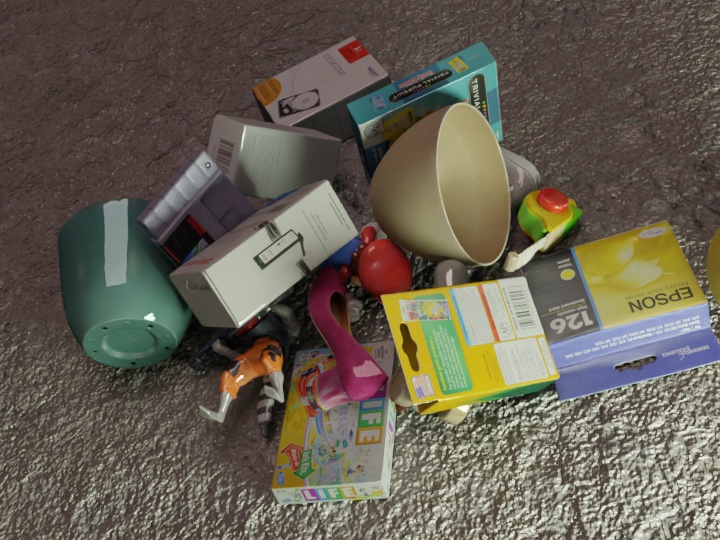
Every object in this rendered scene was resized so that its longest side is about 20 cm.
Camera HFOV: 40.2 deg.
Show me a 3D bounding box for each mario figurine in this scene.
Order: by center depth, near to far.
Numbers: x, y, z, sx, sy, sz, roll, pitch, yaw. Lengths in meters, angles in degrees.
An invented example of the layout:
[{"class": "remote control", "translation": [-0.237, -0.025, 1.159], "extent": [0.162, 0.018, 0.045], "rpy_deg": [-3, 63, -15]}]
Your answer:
[{"class": "mario figurine", "translation": [0.000, 0.000, 1.327], "extent": [0.105, 0.126, 0.199], "rpy_deg": [4, 14, -40]}]

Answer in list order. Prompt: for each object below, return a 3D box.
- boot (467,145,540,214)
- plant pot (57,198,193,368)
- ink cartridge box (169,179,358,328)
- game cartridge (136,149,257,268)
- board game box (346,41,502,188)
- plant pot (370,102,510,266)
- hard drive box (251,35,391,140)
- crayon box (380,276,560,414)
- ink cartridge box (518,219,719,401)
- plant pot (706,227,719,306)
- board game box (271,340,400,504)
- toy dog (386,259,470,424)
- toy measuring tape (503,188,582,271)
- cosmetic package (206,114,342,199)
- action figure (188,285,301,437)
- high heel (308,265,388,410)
[{"class": "boot", "translation": [0.151, -0.140, 1.387], "extent": [0.095, 0.075, 0.199], "rpy_deg": [-36, 45, -25]}, {"class": "plant pot", "translation": [-0.310, 0.031, 1.324], "extent": [0.196, 0.202, 0.164], "rpy_deg": [-14, 55, 8]}, {"class": "ink cartridge box", "translation": [-0.122, -0.019, 1.225], "extent": [0.199, 0.085, 0.145], "rpy_deg": [-39, 15, -23]}, {"class": "game cartridge", "translation": [-0.187, -0.041, 1.292], "extent": [0.038, 0.201, 0.131], "rpy_deg": [9, 56, 52]}, {"class": "board game box", "translation": [0.090, -0.196, 1.312], "extent": [0.197, 0.152, 0.047], "rpy_deg": [-25, 55, -4]}, {"class": "plant pot", "translation": [0.091, -0.099, 1.257], "extent": [0.132, 0.201, 0.202], "rpy_deg": [-9, 42, 34]}, {"class": "hard drive box", "translation": [-0.059, -0.281, 1.615], "extent": [0.197, 0.078, 0.156], "rpy_deg": [-28, 43, -8]}, {"class": "crayon box", "translation": [0.113, 0.083, 1.095], "extent": [0.196, 0.052, 0.128], "rpy_deg": [-6, 68, -29]}, {"class": "ink cartridge box", "translation": [0.302, 0.043, 1.166], "extent": [0.194, 0.048, 0.202], "rpy_deg": [-15, 41, 6]}, {"class": "plant pot", "translation": [0.462, -0.004, 1.062], "extent": [0.200, 0.201, 0.141], "rpy_deg": [-47, 23, -26]}, {"class": "board game box", "translation": [-0.025, 0.177, 1.169], "extent": [0.131, 0.035, 0.203], "rpy_deg": [-7, 44, 15]}, {"class": "toy dog", "translation": [0.084, 0.095, 1.168], "extent": [0.096, 0.132, 0.201], "rpy_deg": [-32, 17, 52]}, {"class": "toy measuring tape", "translation": [0.218, -0.057, 1.255], "extent": [0.073, 0.075, 0.199], "rpy_deg": [17, 31, 34]}, {"class": "cosmetic package", "translation": [-0.125, -0.159, 1.424], "extent": [0.073, 0.104, 0.198], "rpy_deg": [24, 14, 38]}, {"class": "action figure", "translation": [-0.139, 0.118, 1.256], "extent": [0.199, 0.104, 0.195], "rpy_deg": [-34, 23, 35]}, {"class": "high heel", "translation": [-0.011, 0.067, 1.185], "extent": [0.095, 0.067, 0.203], "rpy_deg": [-24, 43, 25]}]
